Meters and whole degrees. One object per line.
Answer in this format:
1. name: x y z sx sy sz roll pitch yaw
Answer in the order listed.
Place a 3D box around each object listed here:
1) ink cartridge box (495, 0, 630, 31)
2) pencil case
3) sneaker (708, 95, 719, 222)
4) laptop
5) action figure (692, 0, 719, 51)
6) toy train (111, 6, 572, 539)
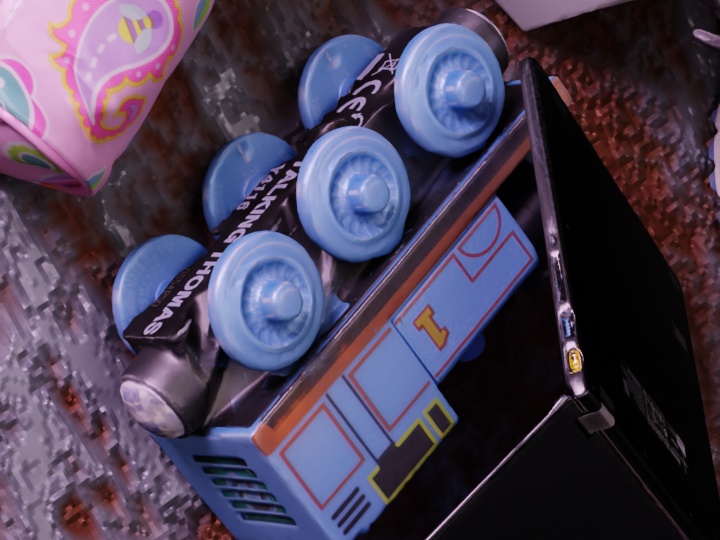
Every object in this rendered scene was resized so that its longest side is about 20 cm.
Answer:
1. ink cartridge box: 0.053 -0.208 1.061 0.200 0.083 0.145 45 65 -18
2. pencil case: -0.077 -0.123 0.967 0.087 0.087 0.201 34 77 -22
3. sneaker: 0.184 -0.074 1.121 0.077 0.085 0.201 -8 89 -30
4. laptop: 0.050 0.067 1.013 0.187 0.115 0.201 50 29 -57
5. action figure: 0.176 -0.083 1.028 0.119 0.102 0.201 -52 127 -48
6. toy train: 0.000 0.000 1.013 0.200 0.086 0.114 -49 117 -27
